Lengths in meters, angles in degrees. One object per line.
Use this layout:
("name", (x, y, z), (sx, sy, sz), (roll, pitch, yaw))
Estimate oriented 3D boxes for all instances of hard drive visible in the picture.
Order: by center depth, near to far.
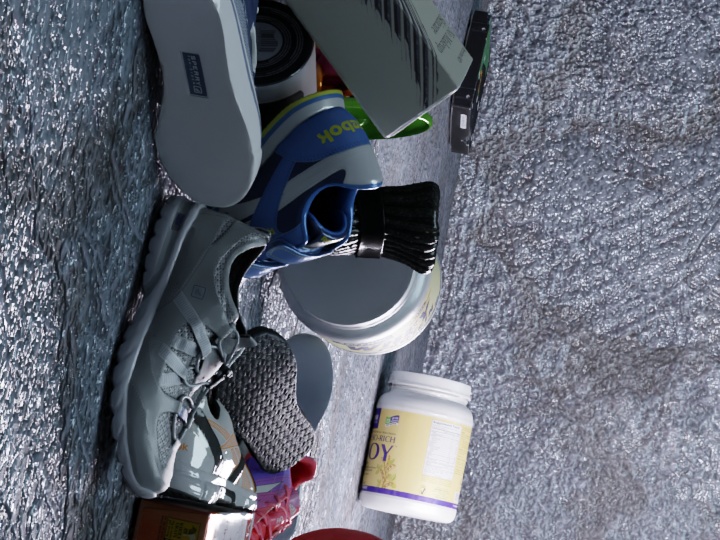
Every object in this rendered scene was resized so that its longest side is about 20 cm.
("hard drive", (0.184, -0.314, 3.236), (0.140, 0.037, 0.201), (87, 16, -61))

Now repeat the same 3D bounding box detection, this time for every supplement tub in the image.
("supplement tub", (0.000, 0.000, 1.817), (0.200, 0.144, 0.146), (47, 53, -81))
("supplement tub", (0.084, 0.257, 2.823), (0.145, 0.144, 0.202), (59, 41, -79))

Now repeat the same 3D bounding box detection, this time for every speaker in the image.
("speaker", (-0.070, -0.099, 1.396), (0.201, 0.080, 0.082), (91, 12, -55))

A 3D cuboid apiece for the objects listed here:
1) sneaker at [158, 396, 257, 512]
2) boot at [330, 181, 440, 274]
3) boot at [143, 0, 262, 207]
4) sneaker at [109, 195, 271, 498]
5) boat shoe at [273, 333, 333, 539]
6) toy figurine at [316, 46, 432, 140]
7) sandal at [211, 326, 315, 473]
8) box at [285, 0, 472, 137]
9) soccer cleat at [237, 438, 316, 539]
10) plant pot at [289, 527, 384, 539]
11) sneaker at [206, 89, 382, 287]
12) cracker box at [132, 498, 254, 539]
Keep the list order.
("sneaker", (-0.112, 0.131, 1.414), (0.200, 0.073, 0.081), (63, 36, -79))
("boot", (-0.012, -0.049, 1.596), (0.211, 0.156, 0.080), (11, 90, -83))
("boot", (-0.087, -0.137, 1.228), (0.201, 0.072, 0.091), (91, 18, -49))
("sneaker", (-0.111, 0.051, 1.267), (0.075, 0.081, 0.202), (67, 34, -77))
("boat shoe", (-0.071, 0.158, 1.815), (0.066, 0.069, 0.202), (176, -79, -80))
("toy figurine", (-0.023, -0.201, 1.527), (0.200, 0.149, 0.186), (160, -67, -73))
("sandal", (-0.088, 0.105, 1.620), (0.075, 0.048, 0.201), (-32, 147, -13))
("box", (-0.009, -0.196, 1.322), (0.200, 0.068, 0.082), (53, 21, -12))
("soccer cleat", (-0.091, 0.210, 1.672), (0.200, 0.073, 0.069), (-67, 166, -61))
("plant pot", (-0.035, 0.367, 1.846), (0.182, 0.199, 0.202), (-42, 142, -74))
("sneaker", (-0.059, -0.031, 1.334), (0.074, 0.082, 0.200), (-20, 155, -54))
("cracker box", (-0.133, 0.243, 1.459), (0.200, 0.057, 0.135), (48, 53, -82))
